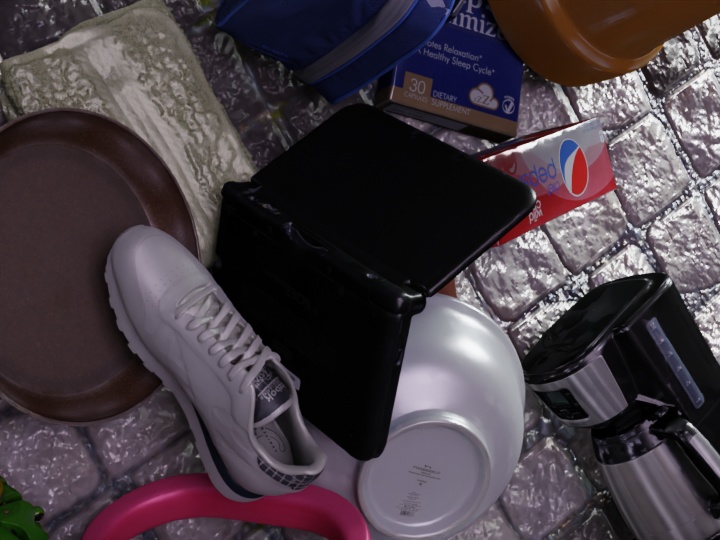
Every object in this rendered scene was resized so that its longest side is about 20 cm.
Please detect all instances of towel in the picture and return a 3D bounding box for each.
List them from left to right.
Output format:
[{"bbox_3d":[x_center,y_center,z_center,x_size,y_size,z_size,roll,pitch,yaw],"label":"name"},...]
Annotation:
[{"bbox_3d":[-0.154,-0.084,0.906,0.148,0.036,0.201,-33,98,-25],"label":"towel"}]

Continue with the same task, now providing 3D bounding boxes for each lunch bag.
[{"bbox_3d":[0.002,-0.217,0.909,0.132,0.199,0.137,30,66,-22],"label":"lunch bag"}]

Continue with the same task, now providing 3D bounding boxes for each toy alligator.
[{"bbox_3d":[-0.228,0.156,0.797,0.054,0.198,0.060,-33,142,-58],"label":"toy alligator"}]

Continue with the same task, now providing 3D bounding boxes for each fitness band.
[{"bbox_3d":[-0.089,0.187,0.823,0.144,0.198,0.038,-55,144,-53],"label":"fitness band"}]

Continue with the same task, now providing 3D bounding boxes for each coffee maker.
[{"bbox_3d":[0.246,0.105,1.041,0.201,0.134,0.192,57,42,-10],"label":"coffee maker"}]

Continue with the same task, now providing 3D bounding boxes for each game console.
[{"bbox_3d":[0.000,0.000,0.857,0.115,0.199,0.178,-8,118,-38],"label":"game console"}]

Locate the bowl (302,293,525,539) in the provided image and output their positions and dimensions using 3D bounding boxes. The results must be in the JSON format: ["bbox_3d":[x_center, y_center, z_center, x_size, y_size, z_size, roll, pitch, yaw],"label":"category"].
[{"bbox_3d":[0.034,0.123,0.890,0.198,0.091,0.203,-5,115,-11],"label":"bowl"}]

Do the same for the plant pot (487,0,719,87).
[{"bbox_3d":[0.225,-0.262,1.008,0.199,0.182,0.203,4,83,-39],"label":"plant pot"}]

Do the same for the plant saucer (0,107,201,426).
[{"bbox_3d":[-0.186,-0.002,0.815,0.199,0.032,0.203,9,78,-48],"label":"plant saucer"}]

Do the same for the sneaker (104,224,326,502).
[{"bbox_3d":[-0.089,0.054,0.821,0.076,0.080,0.201,-37,98,-35],"label":"sneaker"}]

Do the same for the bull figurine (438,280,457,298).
[{"bbox_3d":[0.030,0.017,0.968,0.120,0.065,0.202,-14,87,-23],"label":"bull figurine"}]

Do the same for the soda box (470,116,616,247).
[{"bbox_3d":[0.121,-0.066,0.976,0.199,0.069,0.064,-24,101,-50],"label":"soda box"}]

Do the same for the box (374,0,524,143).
[{"bbox_3d":[0.082,-0.217,1.041,0.120,0.032,0.203,12,77,-24],"label":"box"}]

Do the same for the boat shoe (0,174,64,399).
[{"bbox_3d":[-0.249,0.005,0.831,0.074,0.068,0.202,21,69,-21],"label":"boat shoe"}]
